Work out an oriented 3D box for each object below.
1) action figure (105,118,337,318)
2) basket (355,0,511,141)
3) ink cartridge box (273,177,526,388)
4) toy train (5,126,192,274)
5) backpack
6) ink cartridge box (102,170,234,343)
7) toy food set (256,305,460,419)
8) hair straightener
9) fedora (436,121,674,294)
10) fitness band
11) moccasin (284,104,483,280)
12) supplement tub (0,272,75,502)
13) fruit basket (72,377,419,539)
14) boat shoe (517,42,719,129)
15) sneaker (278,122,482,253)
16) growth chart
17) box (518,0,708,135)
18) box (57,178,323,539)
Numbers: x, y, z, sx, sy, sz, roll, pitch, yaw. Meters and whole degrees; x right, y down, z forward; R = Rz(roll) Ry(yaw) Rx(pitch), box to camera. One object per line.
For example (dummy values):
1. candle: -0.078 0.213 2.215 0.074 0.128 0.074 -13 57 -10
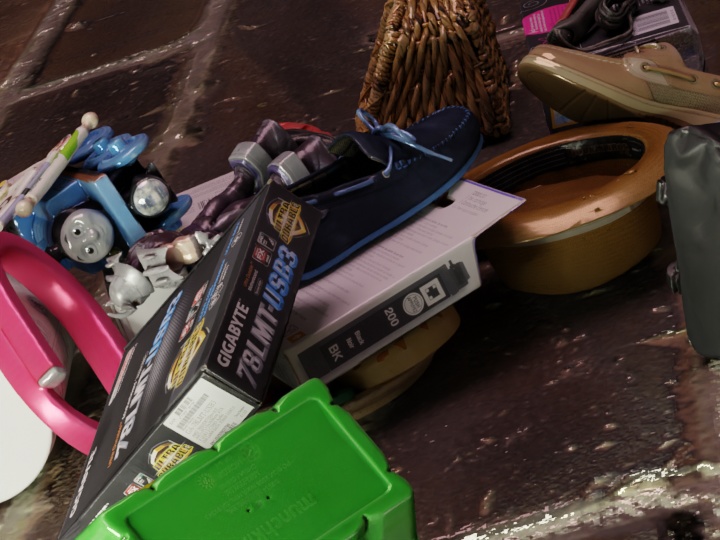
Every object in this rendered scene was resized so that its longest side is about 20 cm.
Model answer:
1. action figure: -0.103 -0.027 1.757 0.200 0.069 0.130 -39 25 -25
2. basket: 0.043 -0.189 2.171 0.149 0.143 0.200 -16 21 10
3. ink cartridge box: 0.000 0.000 1.721 0.200 0.043 0.198 -32 22 -14
4. toy train: -0.204 -0.047 1.893 0.114 0.087 0.200 -39 18 -12
5. backpack: 0.304 -0.045 1.573 0.154 0.163 0.200 13 31 42
6. ink cartridge box: -0.121 0.003 1.922 0.144 0.085 0.200 -22 18 -2
7. toy food set: -0.035 0.062 1.746 0.198 0.049 0.200 -25 21 -12
8. hair straightener: 0.197 -0.219 1.919 0.077 0.041 0.200 -7 24 29
9. fedora: 0.149 -0.037 1.772 0.200 0.082 0.201 -18 20 7
10. fitness band: -0.209 0.053 1.747 0.037 0.200 0.144 -44 -28 16
11. moccasin: 0.007 -0.067 1.718 0.200 0.068 0.080 -39 24 -32
12. supplement tub: -0.281 0.076 1.824 0.132 0.132 0.200 -18 20 6
13. fruit basket: -0.081 0.171 1.441 0.216 0.156 0.216 -37 -18 -14
14. boat shoe: 0.215 -0.134 1.839 0.200 0.065 0.071 19 -15 -6
15. sneaker: 0.007 -0.056 1.868 0.200 0.071 0.098 20 8 6
16. growth chart: -0.292 -0.039 1.887 0.200 0.018 0.145 -27 22 34
17. box: 0.208 -0.153 1.968 0.132 0.115 0.200 -16 21 7
18. box: -0.111 0.068 1.603 0.199 0.050 0.200 -46 18 37
